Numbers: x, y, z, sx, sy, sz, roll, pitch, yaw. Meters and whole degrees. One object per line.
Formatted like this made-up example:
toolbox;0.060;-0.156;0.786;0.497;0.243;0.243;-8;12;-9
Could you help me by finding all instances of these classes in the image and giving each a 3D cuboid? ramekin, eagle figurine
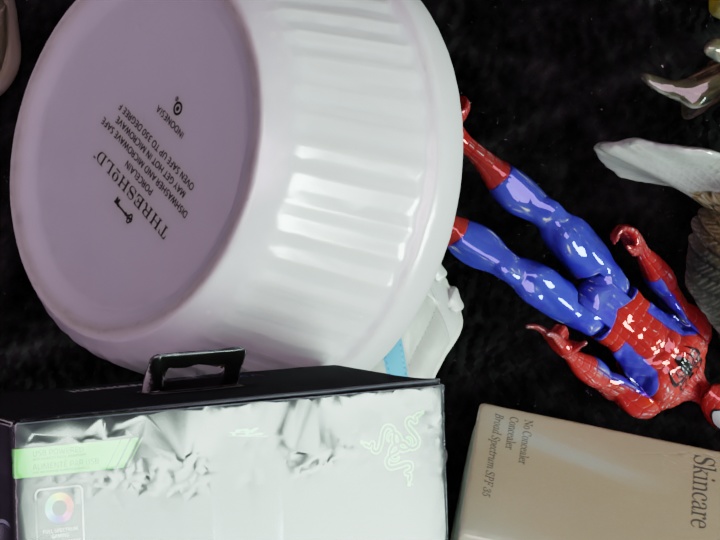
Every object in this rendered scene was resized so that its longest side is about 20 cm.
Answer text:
ramekin;-0.060;-0.044;0.969;0.202;0.094;0.203;-10;75;42
eagle figurine;0.204;-0.010;0.975;0.151;0.152;0.201;-21;88;27

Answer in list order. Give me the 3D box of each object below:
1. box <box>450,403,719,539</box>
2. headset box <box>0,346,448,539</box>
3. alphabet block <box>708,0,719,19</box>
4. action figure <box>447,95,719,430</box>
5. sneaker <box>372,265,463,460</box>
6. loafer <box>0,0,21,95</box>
box;0.137;0.131;0.999;0.199;0.095;0.078;10;125;1
headset box;-0.060;0.128;0.867;0.174;0.093;0.201;-3;93;-28
alphabet block;0.264;-0.196;0.971;0.199;0.196;0.196;9;86;2
action figure;0.098;0.009;1.019;0.200;0.052;0.066;39;78;-21
sneaker;0.000;0.000;1.037;0.081;0.076;0.201;5;83;-21
loafer;-0.196;-0.172;1.046;0.075;0.068;0.201;-16;87;1
